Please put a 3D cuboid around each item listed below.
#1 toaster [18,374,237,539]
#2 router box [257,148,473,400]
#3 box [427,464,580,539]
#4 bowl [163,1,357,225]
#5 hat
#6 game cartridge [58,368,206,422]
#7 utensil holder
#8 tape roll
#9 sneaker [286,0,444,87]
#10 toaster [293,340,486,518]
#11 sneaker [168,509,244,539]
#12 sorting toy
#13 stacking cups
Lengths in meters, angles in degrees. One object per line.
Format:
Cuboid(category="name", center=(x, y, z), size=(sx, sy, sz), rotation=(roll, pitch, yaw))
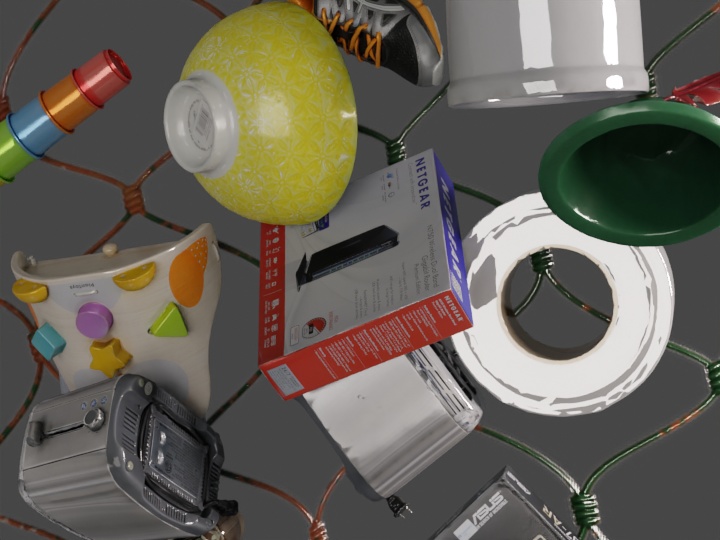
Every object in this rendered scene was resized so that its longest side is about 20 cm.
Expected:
Cuboid(category="toaster", center=(-0.212, 0.178, 1.305), size=(0.129, 0.200, 0.114), rotation=(-12, 57, 24))
Cuboid(category="router box", center=(0.000, 0.000, 1.264), size=(0.179, 0.200, 0.049), rotation=(-23, 127, 15))
Cuboid(category="box", center=(0.120, 0.306, 1.344), size=(0.160, 0.044, 0.200), rotation=(46, 104, 4))
Cuboid(category="bowl", center=(-0.105, -0.131, 1.264), size=(0.200, 0.107, 0.201), rotation=(16, 111, 47))
Cuboid(category="hat", center=(0.244, -0.135, 1.215), size=(0.199, 0.176, 0.166), rotation=(21, 139, -20))
Cuboid(category="game cartridge", center=(-0.222, 0.122, 1.408), size=(0.133, 0.041, 0.201), rotation=(-11, 94, 18))
Cuboid(category="utensil holder", center=(0.152, -0.242, 1.214), size=(0.169, 0.170, 0.201), rotation=(-2, 93, 13))
Cuboid(category="tape roll", center=(0.178, 0.025, 1.285), size=(0.202, 0.071, 0.203), rotation=(2, 96, 14))
Cuboid(category="sneaker", center=(-0.004, -0.219, 1.269), size=(0.077, 0.078, 0.200), rotation=(-33, 60, -26))
Cuboid(category="toaster", center=(0.024, 0.113, 1.309), size=(0.129, 0.114, 0.200), rotation=(-37, 85, 12))
Cuboid(category="sneaker", center=(-0.205, 0.287, 1.401), size=(0.200, 0.076, 0.071), rotation=(-36, 88, 14))
Cuboid(category="sorting toy", center=(-0.221, 0.067, 1.348), size=(0.199, 0.107, 0.181), rotation=(-8, 113, 14))
Cuboid(category="stacking cups", center=(-0.308, -0.143, 1.390), size=(0.200, 0.061, 0.061), rotation=(-36, 88, 10))
